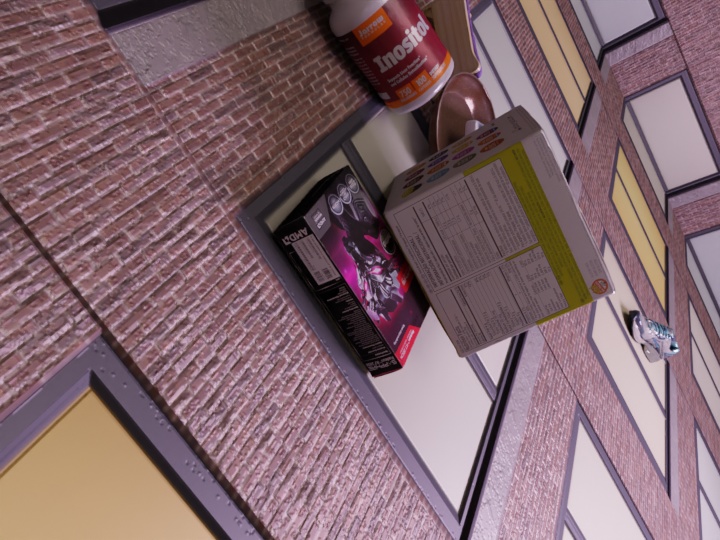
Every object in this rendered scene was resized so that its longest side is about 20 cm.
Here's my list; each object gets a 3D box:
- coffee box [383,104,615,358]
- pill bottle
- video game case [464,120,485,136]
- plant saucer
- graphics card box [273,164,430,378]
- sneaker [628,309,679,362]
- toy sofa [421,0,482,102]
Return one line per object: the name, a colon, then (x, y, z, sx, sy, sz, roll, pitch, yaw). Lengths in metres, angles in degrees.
coffee box: (0.162, -0.054, 0.762, 0.202, 0.195, 0.200, 59, 17, -14)
pill bottle: (0.030, -0.323, 0.829, 0.200, 0.112, 0.114, 46, 41, -28)
video game case: (0.214, -0.121, 1.000, 0.180, 0.023, 0.205, 6, 87, -52)
plant saucer: (0.158, -0.204, 0.970, 0.199, 0.036, 0.205, -4, 94, -52)
graphics card box: (0.000, 0.000, 0.683, 0.202, 0.050, 0.126, 56, 37, -17)
sneaker: (0.752, 0.156, 1.577, 0.200, 0.085, 0.079, 42, 43, -33)
toy sofa: (0.171, -0.376, 1.055, 0.082, 0.097, 0.204, 19, 58, -46)
